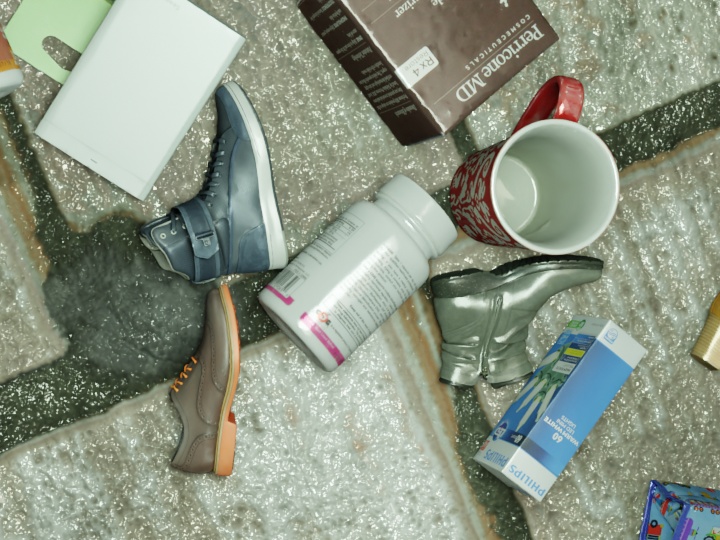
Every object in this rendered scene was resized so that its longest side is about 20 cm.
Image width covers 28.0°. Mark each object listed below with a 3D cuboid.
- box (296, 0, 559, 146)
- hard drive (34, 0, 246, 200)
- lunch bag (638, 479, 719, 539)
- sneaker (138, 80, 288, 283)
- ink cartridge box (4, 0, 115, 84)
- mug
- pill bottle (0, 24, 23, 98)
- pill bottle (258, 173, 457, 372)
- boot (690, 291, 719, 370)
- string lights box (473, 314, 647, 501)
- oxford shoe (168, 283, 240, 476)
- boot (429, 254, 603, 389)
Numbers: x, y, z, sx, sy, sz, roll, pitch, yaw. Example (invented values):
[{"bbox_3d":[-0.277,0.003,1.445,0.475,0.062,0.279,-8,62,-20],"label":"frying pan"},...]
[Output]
[{"bbox_3d":[0.065,-0.260,1.504,0.166,0.164,0.200,-40,98,-9],"label":"box"},{"bbox_3d":[-0.226,-0.191,1.485,0.132,0.026,0.200,32,100,-11],"label":"hard drive"},{"bbox_3d":[0.387,0.352,1.621,0.150,0.094,0.201,11,97,-15],"label":"lunch bag"},{"bbox_3d":[-0.165,-0.087,1.499,0.145,0.077,0.203,-12,94,-15],"label":"sneaker"},{"bbox_3d":[-0.263,-0.285,1.494,0.145,0.048,0.201,32,81,-11],"label":"ink cartridge box"},{"bbox_3d":[0.185,-0.097,1.513,0.133,0.200,0.178,44,81,-8],"label":"mug"},{"bbox_3d":[-0.421,-0.257,1.426,0.112,0.112,0.201,-24,95,-11],"label":"pill bottle"},{"bbox_3d":[0.000,0.000,1.516,0.200,0.113,0.113,-44,98,-8],"label":"pill bottle"},{"bbox_3d":[0.486,0.087,1.642,0.201,0.071,0.144,36,86,-5],"label":"boot"},{"bbox_3d":[0.215,0.147,1.568,0.059,0.103,0.200,38,82,-11],"label":"string lights box"},{"bbox_3d":[-0.163,0.113,1.505,0.072,0.071,0.201,3,90,-7],"label":"oxford shoe"},{"bbox_3d":[0.175,0.056,1.586,0.199,0.068,0.131,-10,97,-5],"label":"boot"}]
